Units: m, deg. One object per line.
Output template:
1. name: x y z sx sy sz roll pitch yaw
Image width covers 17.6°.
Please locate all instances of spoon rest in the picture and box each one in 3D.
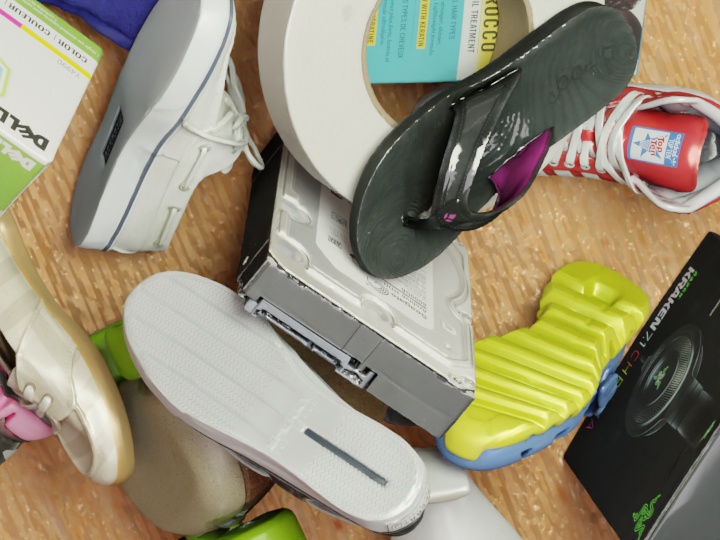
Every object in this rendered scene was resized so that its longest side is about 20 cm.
1. spoon rest: 0.054 0.162 1.388 0.099 0.061 0.200 -8 143 3

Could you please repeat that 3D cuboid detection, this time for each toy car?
1. toy car: -0.043 0.073 1.366 0.200 0.158 0.165 -27 93 -26

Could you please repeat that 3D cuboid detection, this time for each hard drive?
1. hard drive: 0.000 0.000 1.302 0.140 0.200 0.038 34 112 -13

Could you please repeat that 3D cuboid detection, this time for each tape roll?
1. tape roll: 0.040 -0.126 1.259 0.202 0.037 0.204 -10 112 -24

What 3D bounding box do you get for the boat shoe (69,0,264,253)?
1. boat shoe: -0.093 -0.079 1.310 0.086 0.075 0.202 10 132 -24

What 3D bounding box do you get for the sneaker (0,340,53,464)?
1. sneaker: -0.273 0.050 1.351 0.200 0.079 0.095 42 114 -10

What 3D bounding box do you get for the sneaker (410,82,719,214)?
1. sneaker: 0.132 -0.076 1.346 0.199 0.112 0.072 0 103 -7

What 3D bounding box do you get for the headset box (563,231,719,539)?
1. headset box: 0.219 0.091 1.353 0.093 0.200 0.174 30 98 -13

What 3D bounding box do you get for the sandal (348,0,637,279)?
1. sandal: 0.074 -0.071 1.247 0.200 0.048 0.075 -42 123 -10

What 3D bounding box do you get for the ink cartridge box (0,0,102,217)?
1. ink cartridge box: -0.241 -0.079 1.246 0.148 0.200 0.076 35 131 -18

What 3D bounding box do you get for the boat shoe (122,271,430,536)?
1. boat shoe: -0.048 0.080 1.237 0.200 0.071 0.072 39 72 18

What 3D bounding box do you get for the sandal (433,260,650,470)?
1. sandal: 0.106 0.072 1.358 0.079 0.200 0.087 29 125 22

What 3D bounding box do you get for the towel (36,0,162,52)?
1. towel: -0.140 -0.223 1.264 0.147 0.050 0.200 24 132 -8

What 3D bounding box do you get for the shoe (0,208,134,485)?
1. shoe: -0.192 0.041 1.322 0.053 0.070 0.200 -23 73 -26

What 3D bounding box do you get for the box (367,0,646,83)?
1. box: 0.067 -0.151 1.317 0.199 0.049 0.083 -4 109 -27
